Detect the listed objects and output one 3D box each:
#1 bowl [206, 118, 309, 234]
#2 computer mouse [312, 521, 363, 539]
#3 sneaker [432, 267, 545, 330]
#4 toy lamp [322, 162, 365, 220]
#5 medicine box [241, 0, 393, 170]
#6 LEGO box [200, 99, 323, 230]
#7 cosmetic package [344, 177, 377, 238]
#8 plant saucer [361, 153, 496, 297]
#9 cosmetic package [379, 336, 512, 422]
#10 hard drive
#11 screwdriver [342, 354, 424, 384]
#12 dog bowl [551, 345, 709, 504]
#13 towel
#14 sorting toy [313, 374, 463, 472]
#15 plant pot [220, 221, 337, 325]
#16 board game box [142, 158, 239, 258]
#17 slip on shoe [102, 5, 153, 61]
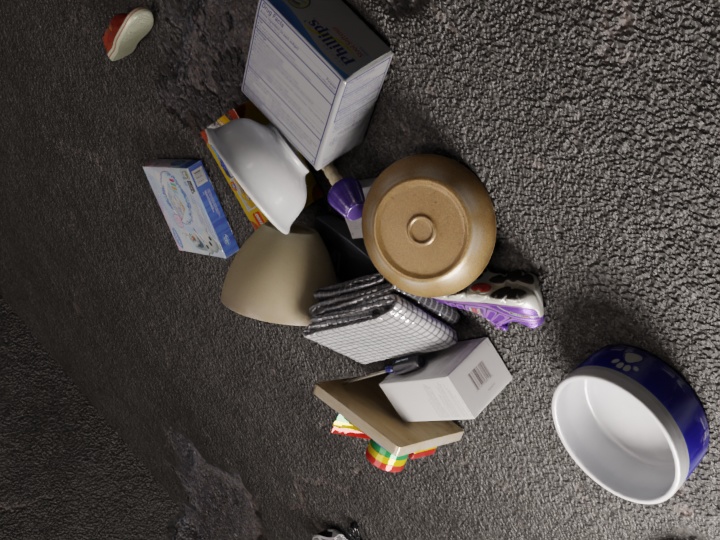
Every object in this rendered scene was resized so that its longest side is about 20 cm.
[{"bbox_3d":[-0.141,-0.162,1.483,0.202,0.090,0.201,53,-176,-5],"label":"bowl"},{"bbox_3d":[-0.043,0.638,2.279,0.199,0.044,0.111,-16,110,52],"label":"computer mouse"},{"bbox_3d":[0.178,0.047,1.388,0.198,0.080,0.084,13,135,48],"label":"sneaker"},{"bbox_3d":[-0.048,-0.154,1.472,0.201,0.057,0.059,57,155,35],"label":"toy lamp"},{"bbox_3d":[-0.067,-0.285,1.392,0.182,0.102,0.201,47,147,15],"label":"medicine box"},{"bbox_3d":[-0.170,-0.183,1.654,0.148,0.077,0.202,-17,105,57],"label":"LEGO box"},{"bbox_3d":[0.046,-0.099,1.456,0.199,0.050,0.084,-1,113,54],"label":"cosmetic package"},{"bbox_3d":[0.089,-0.058,1.343,0.197,0.035,0.204,4,103,19],"label":"plant saucer"},{"bbox_3d":[0.132,0.175,1.539,0.085,0.107,0.199,56,151,-9],"label":"cosmetic package"},{"bbox_3d":[0.000,0.000,1.621,0.199,0.042,0.136,39,145,26],"label":"hard drive"},{"bbox_3d":[0.033,0.163,1.577,0.198,0.028,0.030,-16,65,49],"label":"screwdriver"},{"bbox_3d":[0.356,0.204,1.282,0.199,0.078,0.202,35,144,31],"label":"dog bowl"},{"bbox_3d":[0.032,0.074,1.504,0.198,0.087,0.165,-16,149,38],"label":"towel"},{"bbox_3d":[0.041,0.264,1.654,0.199,0.197,0.071,33,109,34],"label":"sorting toy"},{"bbox_3d":[-0.125,-0.005,1.595,0.199,0.198,0.137,22,108,42],"label":"plant pot"},{"bbox_3d":[-0.350,-0.130,1.985,0.197,0.043,0.203,9,126,50],"label":"board game box"},{"bbox_3d":[-0.438,-0.448,1.790,0.062,0.074,0.199,63,153,-7],"label":"slip on shoe"}]
